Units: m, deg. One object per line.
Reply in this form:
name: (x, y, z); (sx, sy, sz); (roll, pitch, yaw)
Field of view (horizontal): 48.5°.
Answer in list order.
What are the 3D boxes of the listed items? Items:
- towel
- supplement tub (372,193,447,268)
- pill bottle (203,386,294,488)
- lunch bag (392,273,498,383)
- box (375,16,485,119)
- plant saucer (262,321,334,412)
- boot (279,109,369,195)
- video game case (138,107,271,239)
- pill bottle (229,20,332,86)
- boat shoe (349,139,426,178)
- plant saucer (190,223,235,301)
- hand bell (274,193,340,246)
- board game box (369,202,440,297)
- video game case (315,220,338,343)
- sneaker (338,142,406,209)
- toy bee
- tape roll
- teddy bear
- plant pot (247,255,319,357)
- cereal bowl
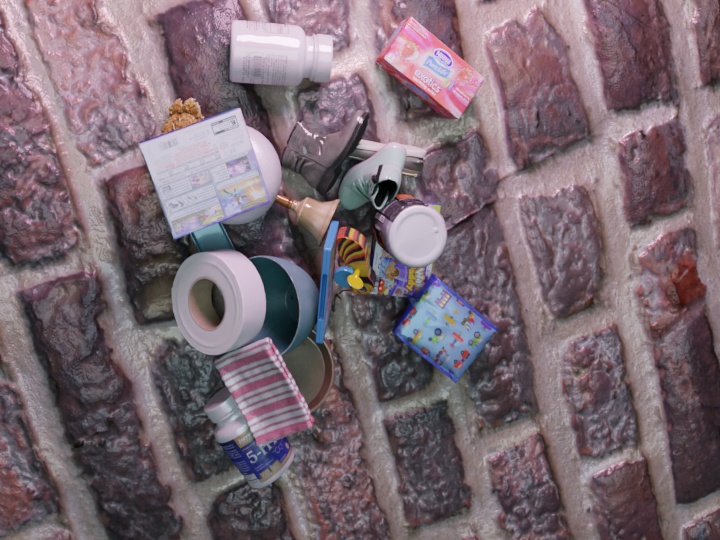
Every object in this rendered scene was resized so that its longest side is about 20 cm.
towel: (-0.191, 0.242, 1.581); (0.144, 0.030, 0.203); (-24, 99, 26)
supplement tub: (0.090, -0.083, 1.577); (0.119, 0.200, 0.126); (-2, 102, -9)
pill bottle: (-0.238, 0.344, 1.688); (0.119, 0.120, 0.202); (-34, 105, -2)
lunch bag: (0.170, 0.117, 1.715); (0.199, 0.094, 0.151); (38, 93, -27)
box: (0.141, -0.408, 1.624); (0.198, 0.095, 0.104); (36, 92, -15)
plant saucer: (-0.151, 0.212, 1.696); (0.195, 0.029, 0.205); (3, 80, -14)
boot: (-0.078, -0.259, 1.588); (0.130, 0.068, 0.201); (37, 117, 3)
video game case: (-0.287, -0.181, 1.487); (0.196, 0.045, 0.185); (-21, 107, -11)
pill bottle: (-0.156, -0.420, 1.557); (0.195, 0.114, 0.117); (2, 101, -11)
boat shoe: (0.036, -0.232, 1.651); (0.197, 0.072, 0.062); (7, 110, -6)
plant saucer: (-0.293, -0.035, 1.657); (0.069, 0.019, 0.203); (-26, 105, -5)
hand bell: (-0.149, -0.141, 1.641); (0.197, 0.104, 0.106); (26, 96, -1)
board game box: (0.090, -0.048, 1.711); (0.131, 0.045, 0.205); (5, 100, -11)
video game case: (-0.066, 0.022, 1.593); (0.017, 0.144, 0.204); (7, 114, 1)
sneaker: (0.012, -0.159, 1.598); (0.073, 0.120, 0.200); (31, 135, -21)
toy bee: (0.000, 0.000, 1.653); (0.106, 0.201, 0.134); (7, 62, 3)
tape roll: (-0.284, 0.061, 1.590); (0.199, 0.070, 0.208); (6, 101, 33)
teddy bear: (-0.361, -0.238, 1.544); (0.066, 0.144, 0.204); (17, 99, -49)
plant pot: (-0.156, 0.069, 1.629); (0.134, 0.197, 0.205); (-7, 107, -54)
cereal bowl: (-0.258, -0.191, 1.576); (0.195, 0.083, 0.205); (0, 95, 4)
